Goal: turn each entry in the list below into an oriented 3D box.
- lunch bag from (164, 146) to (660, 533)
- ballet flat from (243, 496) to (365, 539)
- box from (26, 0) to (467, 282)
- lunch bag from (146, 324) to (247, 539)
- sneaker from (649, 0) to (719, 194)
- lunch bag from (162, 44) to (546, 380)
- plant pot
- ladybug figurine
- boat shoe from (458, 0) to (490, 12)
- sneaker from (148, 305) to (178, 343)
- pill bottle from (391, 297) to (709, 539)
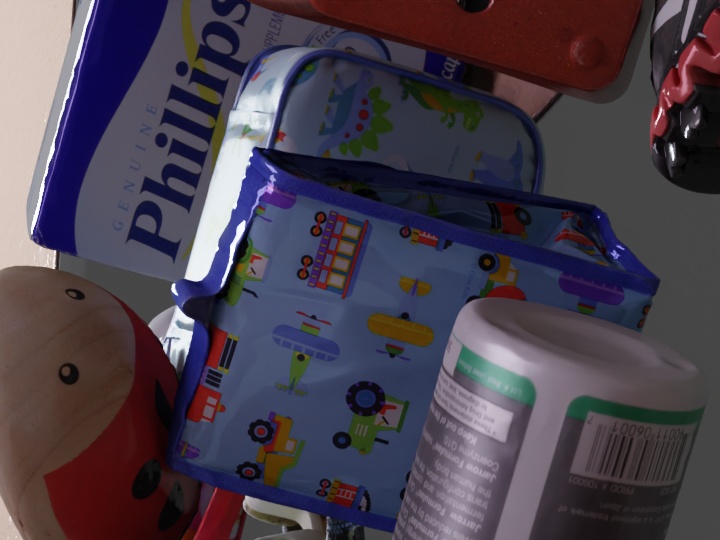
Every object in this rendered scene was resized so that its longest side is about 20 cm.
[{"bbox_3d":[0.010,0.036,1.353,0.094,0.199,0.151,-122,48,-62],"label":"lunch bag"},{"bbox_3d":[-0.029,0.138,1.601,0.200,0.074,0.074,-99,28,-45],"label":"ballet flat"},{"bbox_3d":[-0.061,-0.084,1.602,0.105,0.199,0.185,-108,33,-72],"label":"box"},{"bbox_3d":[-0.114,0.134,1.822,0.176,0.082,0.201,-4,71,66],"label":"lunch bag"},{"bbox_3d":[0.168,-0.125,1.199,0.201,0.071,0.098,119,152,-43],"label":"sneaker"},{"bbox_3d":[0.000,0.000,1.464,0.082,0.160,0.201,11,87,67],"label":"lunch bag"},{"bbox_3d":[0.057,-0.174,1.293,0.176,0.199,0.201,-97,23,-73],"label":"plant pot"},{"bbox_3d":[-0.121,0.074,1.386,0.200,0.072,0.136,67,-162,-57],"label":"ladybug figurine"},{"bbox_3d":[0.088,-0.178,1.454,0.064,0.070,0.200,-101,31,-50],"label":"boat shoe"},{"bbox_3d":[-0.092,0.065,1.651,0.200,0.099,0.078,37,-140,-72],"label":"sneaker"},{"bbox_3d":[0.068,0.122,1.275,0.113,0.113,0.201,-136,60,-67],"label":"pill bottle"}]
